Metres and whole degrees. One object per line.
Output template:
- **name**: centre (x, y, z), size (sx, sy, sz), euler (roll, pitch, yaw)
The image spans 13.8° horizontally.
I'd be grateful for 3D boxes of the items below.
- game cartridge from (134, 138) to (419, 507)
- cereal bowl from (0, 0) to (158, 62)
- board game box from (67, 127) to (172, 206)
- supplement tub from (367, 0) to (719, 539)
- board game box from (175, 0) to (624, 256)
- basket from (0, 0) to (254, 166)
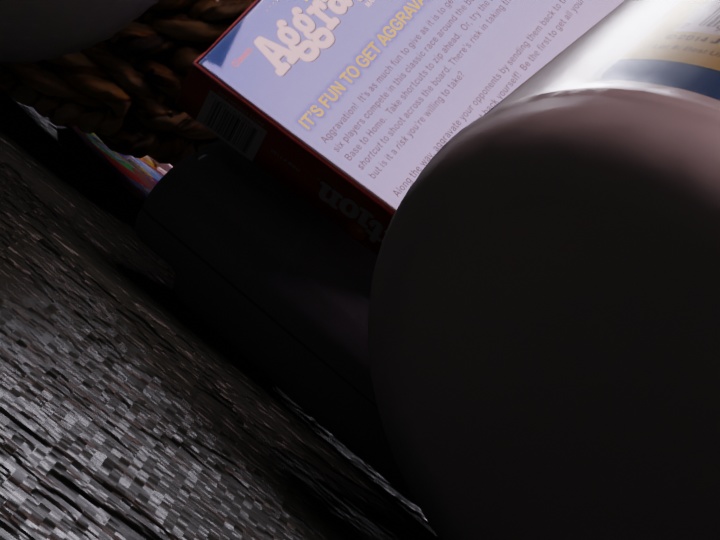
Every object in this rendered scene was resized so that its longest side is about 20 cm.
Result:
- **game cartridge**: centre (0.049, 0.000, 0.781), size (0.133, 0.041, 0.200), euler (43, 34, 17)
- **cereal bowl**: centre (-0.134, -0.113, 0.695), size (0.200, 0.083, 0.200), euler (39, 4, -3)
- **board game box**: centre (0.000, 0.000, 0.915), size (0.200, 0.039, 0.158), euler (37, 4, -13)
- **supplement tub**: centre (0.110, -0.009, 0.663), size (0.145, 0.145, 0.200), euler (39, 46, 12)
- **board game box**: centre (0.048, -0.073, 0.766), size (0.103, 0.200, 0.019), euler (38, -39, 4)
- **basket**: centre (-0.072, -0.136, 0.860), size (0.200, 0.149, 0.143), euler (39, 19, 35)
